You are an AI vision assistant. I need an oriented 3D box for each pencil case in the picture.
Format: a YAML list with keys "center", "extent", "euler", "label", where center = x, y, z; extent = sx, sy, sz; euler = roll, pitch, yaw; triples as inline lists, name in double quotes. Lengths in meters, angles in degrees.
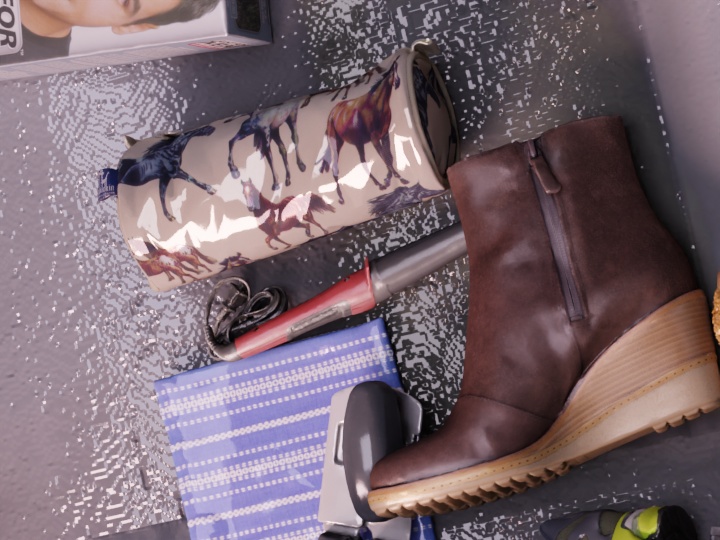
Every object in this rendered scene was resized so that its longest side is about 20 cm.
- center: [-0.039, -0.057, 1.570]
  extent: [0.200, 0.078, 0.090]
  euler: [-18, 87, 22]
  label: "pencil case"

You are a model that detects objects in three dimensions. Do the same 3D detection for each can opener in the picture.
- center: [-0.006, 0.157, 1.541]
  extent: [0.053, 0.067, 0.200]
  euler: [7, 89, 21]
  label: "can opener"

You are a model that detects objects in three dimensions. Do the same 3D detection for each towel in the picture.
- center: [-0.031, 0.139, 1.595]
  extent: [0.145, 0.024, 0.200]
  euler: [-15, 83, 22]
  label: "towel"

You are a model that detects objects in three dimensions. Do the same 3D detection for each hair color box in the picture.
- center: [-0.154, -0.164, 1.630]
  extent: [0.200, 0.061, 0.099]
  euler: [-6, 87, 23]
  label: "hair color box"

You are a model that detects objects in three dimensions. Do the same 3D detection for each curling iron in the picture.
- center: [0.000, 0.000, 1.577]
  extent: [0.200, 0.026, 0.050]
  euler: [-22, 60, 19]
  label: "curling iron"

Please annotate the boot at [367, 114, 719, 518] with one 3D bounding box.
- center: [0.074, 0.025, 1.509]
  extent: [0.200, 0.072, 0.167]
  euler: [-22, 78, -2]
  label: "boot"

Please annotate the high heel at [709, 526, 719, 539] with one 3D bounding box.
- center: [0.231, 0.202, 1.424]
  extent: [0.200, 0.071, 0.143]
  euler: [1, 84, 60]
  label: "high heel"

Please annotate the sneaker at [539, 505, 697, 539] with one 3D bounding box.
- center: [0.124, 0.216, 1.511]
  extent: [0.081, 0.074, 0.200]
  euler: [7, 90, 38]
  label: "sneaker"

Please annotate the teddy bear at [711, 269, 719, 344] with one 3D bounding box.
- center: [0.245, -0.027, 1.442]
  extent: [0.200, 0.067, 0.145]
  euler: [-28, 67, 28]
  label: "teddy bear"
